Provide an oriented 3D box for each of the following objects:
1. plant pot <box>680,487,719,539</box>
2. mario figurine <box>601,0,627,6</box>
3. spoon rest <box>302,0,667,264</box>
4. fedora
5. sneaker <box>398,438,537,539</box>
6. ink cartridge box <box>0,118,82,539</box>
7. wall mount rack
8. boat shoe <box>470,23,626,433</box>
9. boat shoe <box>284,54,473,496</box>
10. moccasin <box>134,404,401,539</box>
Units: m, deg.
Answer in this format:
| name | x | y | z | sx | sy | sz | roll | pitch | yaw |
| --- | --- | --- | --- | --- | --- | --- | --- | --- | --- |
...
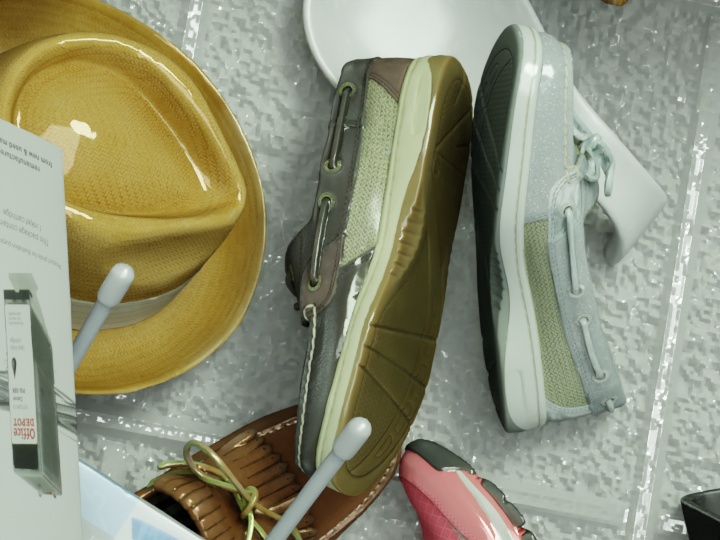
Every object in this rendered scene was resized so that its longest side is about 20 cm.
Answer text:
| name | x | y | z | sx | sy | sz | roll | pitch | yaw |
| --- | --- | --- | --- | --- | --- | --- | --- | --- | --- |
| plant pot | 0.273 | 0.187 | 1.243 | 0.198 | 0.200 | 0.179 | -9 | 96 | -11 |
| mario figurine | 0.061 | -0.211 | 1.274 | 0.199 | 0.123 | 0.106 | 33 | 75 | 1 |
| spoon rest | 0.062 | -0.085 | 1.294 | 0.200 | 0.061 | 0.099 | 40 | 79 | -5 |
| fedora | -0.116 | -0.044 | 1.219 | 0.200 | 0.082 | 0.202 | 9 | 71 | -29 |
| sneaker | 0.053 | 0.174 | 1.260 | 0.086 | 0.074 | 0.201 | -26 | 89 | -10 |
| ink cartridge box | -0.192 | 0.050 | 1.113 | 0.146 | 0.083 | 0.201 | -11 | 74 | 23 |
| wall mount rack | -0.093 | 0.102 | 1.165 | 0.199 | 0.075 | 0.174 | 33 | 90 | -3 |
| boat shoe | 0.086 | -0.018 | 1.245 | 0.064 | 0.075 | 0.203 | -7 | 121 | -5 |
| boat shoe | 0.000 | 0.000 | 1.240 | 0.064 | 0.073 | 0.201 | 7 | 72 | 26 |
| moccasin | -0.073 | 0.114 | 1.241 | 0.200 | 0.078 | 0.074 | -21 | 88 | -11 |
